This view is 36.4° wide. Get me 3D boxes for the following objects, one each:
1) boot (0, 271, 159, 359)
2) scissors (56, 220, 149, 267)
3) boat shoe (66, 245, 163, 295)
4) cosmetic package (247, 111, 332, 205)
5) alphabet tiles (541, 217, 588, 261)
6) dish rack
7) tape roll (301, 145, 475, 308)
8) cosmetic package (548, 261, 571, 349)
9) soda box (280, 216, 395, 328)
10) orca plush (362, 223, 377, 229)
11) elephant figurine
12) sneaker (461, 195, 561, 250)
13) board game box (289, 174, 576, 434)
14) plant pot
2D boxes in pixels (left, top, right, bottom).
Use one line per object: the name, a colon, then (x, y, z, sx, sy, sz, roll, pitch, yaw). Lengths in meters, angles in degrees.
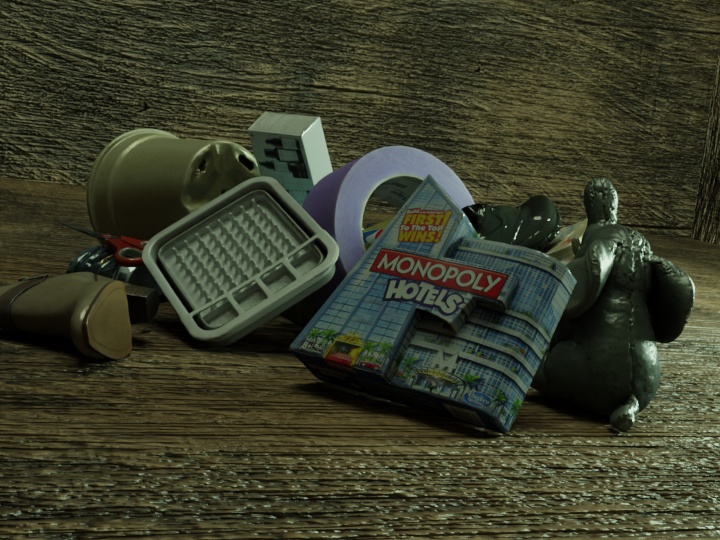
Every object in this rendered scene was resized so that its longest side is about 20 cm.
boot: (-0.279, 0.040, 1.010, 0.146, 0.071, 0.200, 1, 5, 8)
scissors: (-0.286, -0.035, 1.287, 0.073, 0.014, 0.200, -13, 23, -36)
boat shoe: (-0.263, -0.006, 1.322, 0.091, 0.071, 0.200, 13, 11, 20)
cosmetic package: (-0.077, -0.101, 1.391, 0.082, 0.200, 0.051, 11, 43, 30)
alphabet tiles: (0.192, -0.015, 1.252, 0.195, 0.015, 0.200, -32, 5, -39)
dish rack: (-0.123, -0.007, 1.144, 0.171, 0.044, 0.200, -33, 43, -10)
tape roll: (0.034, -0.029, 1.201, 0.199, 0.201, 0.085, 2, -13, -33)
cosmetic package: (0.229, 0.050, 1.198, 0.090, 0.107, 0.200, 6, 5, 0)
soda box: (0.000, 0.000, 1.274, 0.200, 0.068, 0.064, -22, 30, -34)
orca plush: (0.044, -0.018, 1.543, 0.199, 0.106, 0.071, 11, 18, 22)
elephant figurine: (0.227, 0.022, 0.995, 0.155, 0.201, 0.141, 19, 10, 36)
sneaker: (0.149, -0.042, 1.186, 0.076, 0.091, 0.200, -30, 8, 44)
board game box: (0.071, 0.018, 0.940, 0.200, 0.200, 0.062, 11, -26, 36)
plant pot: (-0.228, -0.098, 1.449, 0.200, 0.201, 0.183, 0, -1, -43)
